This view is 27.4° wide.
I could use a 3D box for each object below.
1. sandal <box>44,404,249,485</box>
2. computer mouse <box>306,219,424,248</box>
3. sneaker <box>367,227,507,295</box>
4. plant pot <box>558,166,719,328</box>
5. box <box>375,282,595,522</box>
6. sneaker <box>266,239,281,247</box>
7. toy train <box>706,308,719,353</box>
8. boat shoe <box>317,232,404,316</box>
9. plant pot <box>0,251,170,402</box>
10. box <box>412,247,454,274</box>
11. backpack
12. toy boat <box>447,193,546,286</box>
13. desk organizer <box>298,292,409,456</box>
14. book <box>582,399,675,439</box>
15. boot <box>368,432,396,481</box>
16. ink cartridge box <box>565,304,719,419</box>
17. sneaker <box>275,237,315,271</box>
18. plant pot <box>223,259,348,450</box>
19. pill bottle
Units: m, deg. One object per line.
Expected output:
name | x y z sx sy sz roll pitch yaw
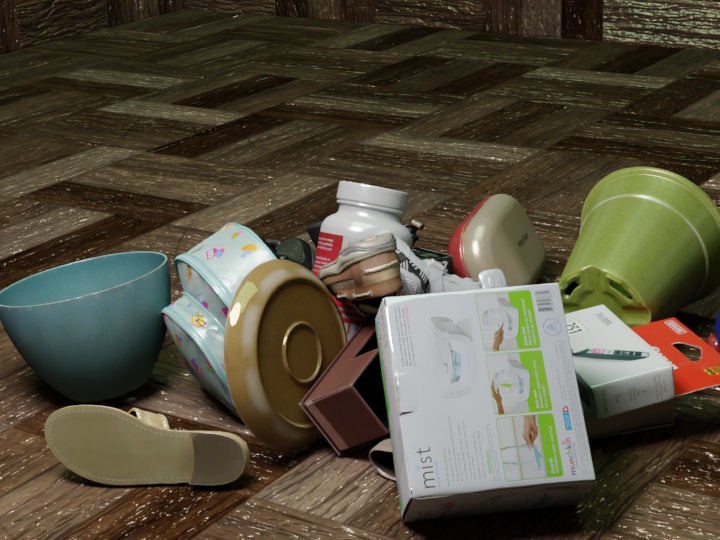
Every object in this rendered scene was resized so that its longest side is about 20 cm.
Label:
sandal | -0.213 0.182 1.517 0.211 0.078 0.070 7 0 8
computer mouse | 0.013 -0.041 1.970 0.140 0.046 0.200 -10 -7 10
sneaker | 0.094 0.018 1.698 0.115 0.200 0.075 -40 9 -30
plant pot | 0.326 0.006 1.802 0.199 0.201 0.190 9 35 30
box | 0.114 0.125 1.407 0.176 0.201 0.097 -6 -23 -7
sneaker | -0.156 0.020 1.931 0.070 0.078 0.200 6 21 23
toy train | 0.465 0.090 1.678 0.115 0.085 0.200 13 21 4
boat shoe | 0.002 0.016 1.595 0.075 0.072 0.200 -20 -7 -10
plant pot | -0.303 0.072 1.690 0.199 0.135 0.200 -11 13 3
box | 0.024 0.007 1.919 0.159 0.050 0.200 -10 5 -10
backpack | -0.131 0.055 1.642 0.153 0.201 0.176 -26 29 -19
toy boat | 0.159 -0.012 1.969 0.130 0.131 0.200 -27 7 26
desk organizer | 0.026 0.099 1.572 0.077 0.072 0.200 -25 17 41
book | 0.241 0.125 1.641 0.133 0.048 0.200 -11 20 -16
boot | 0.066 0.163 1.529 0.146 0.071 0.200 -30 20 -33
ink cartridge box | 0.297 0.086 1.602 0.173 0.044 0.200 -15 20 -8
sneaker | -0.120 0.000 1.850 0.076 0.115 0.200 1 37 30
plant pot | -0.068 0.087 1.543 0.027 0.201 0.200 -6 13 36
pill bottle | 0.000 0.000 1.752 0.112 0.201 0.112 9 2 0
